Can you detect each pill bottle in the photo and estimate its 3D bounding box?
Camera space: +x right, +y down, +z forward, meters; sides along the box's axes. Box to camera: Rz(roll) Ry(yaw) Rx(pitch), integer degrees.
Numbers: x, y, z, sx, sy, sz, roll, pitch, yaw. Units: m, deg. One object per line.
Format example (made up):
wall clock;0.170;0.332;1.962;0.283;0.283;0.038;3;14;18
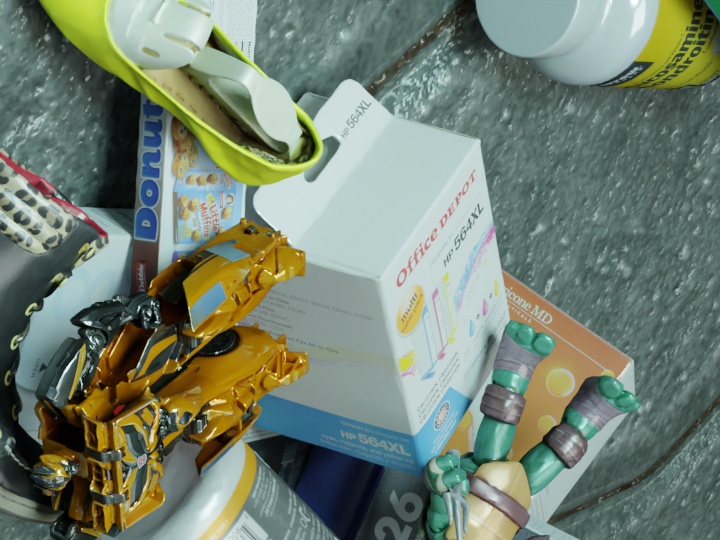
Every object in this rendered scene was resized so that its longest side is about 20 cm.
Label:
pill bottle;-0.061;0.195;1.636;0.117;0.116;0.200;-49;116;-15
pill bottle;0.163;-0.174;1.747;0.199;0.112;0.113;-3;117;-51

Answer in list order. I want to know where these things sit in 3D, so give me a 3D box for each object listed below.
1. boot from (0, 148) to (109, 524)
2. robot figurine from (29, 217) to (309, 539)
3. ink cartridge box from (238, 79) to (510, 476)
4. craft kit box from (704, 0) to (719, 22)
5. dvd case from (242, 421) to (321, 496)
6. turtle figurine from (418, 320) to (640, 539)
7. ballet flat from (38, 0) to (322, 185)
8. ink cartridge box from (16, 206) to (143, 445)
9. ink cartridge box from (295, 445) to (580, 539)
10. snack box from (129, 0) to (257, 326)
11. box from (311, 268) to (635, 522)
boot;-0.188;0.033;1.435;0.151;0.073;0.200;-49;122;0
robot figurine;-0.103;0.062;1.460;0.200;0.058;0.146;-43;141;-43
ink cartridge box;0.000;0.000;1.632;0.129;0.125;0.201;-55;149;-34
craft kit box;0.255;-0.225;1.752;0.200;0.048;0.199;45;33;-41
dvd case;-0.091;0.170;1.743;0.150;0.025;0.201;-9;121;-54
turtle figurine;0.083;0.141;1.640;0.149;0.100;0.201;36;74;-35
ballet flat;-0.090;-0.114;1.451;0.200;0.067;0.067;43;68;-34
ink cartridge box;-0.143;0.045;1.571;0.199;0.047;0.161;1;114;-51
ink cartridge box;0.022;0.224;1.731;0.199;0.199;0.047;-67;167;7
snack box;-0.093;-0.066;1.523;0.072;0.024;0.202;-4;100;-52
box;0.078;0.118;1.823;0.200;0.124;0.098;-52;164;-12
